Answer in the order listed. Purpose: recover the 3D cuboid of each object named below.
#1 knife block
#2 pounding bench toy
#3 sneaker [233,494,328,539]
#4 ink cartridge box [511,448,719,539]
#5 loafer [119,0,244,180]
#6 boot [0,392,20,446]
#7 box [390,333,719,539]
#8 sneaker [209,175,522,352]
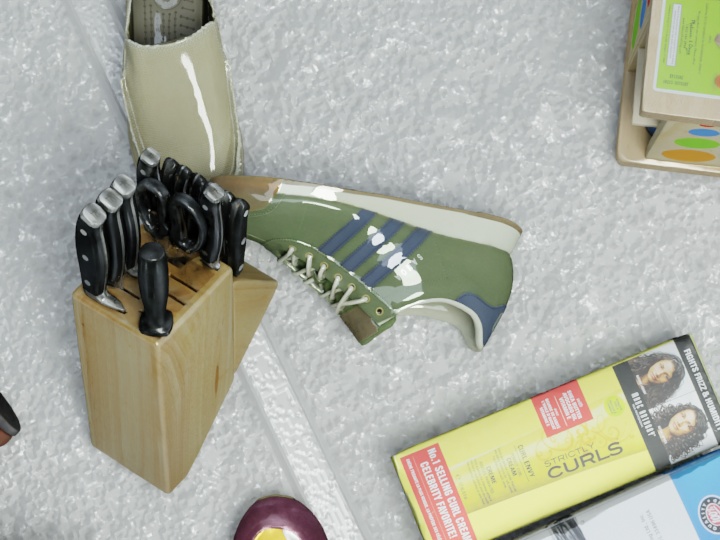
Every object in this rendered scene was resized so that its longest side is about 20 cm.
[{"bbox_3d":[-0.126,0.033,1.019,0.064,0.175,0.201,30,100,20],"label":"knife block"},{"bbox_3d":[0.232,-0.167,1.080,0.124,0.156,0.201,7,82,3],"label":"pounding bench toy"},{"bbox_3d":[-0.048,0.235,1.060,0.075,0.090,0.201,-1,82,1],"label":"sneaker"},{"bbox_3d":[0.157,0.212,1.063,0.199,0.084,0.145,-23,82,-3],"label":"ink cartridge box"},{"bbox_3d":[-0.119,-0.125,1.123,0.075,0.068,0.201,-11,82,-1],"label":"loafer"},{"bbox_3d":[-0.332,0.121,1.094,0.188,0.068,0.201,31,88,-3],"label":"boot"},{"bbox_3d":[0.123,0.109,1.095,0.199,0.050,0.076,-21,83,-2],"label":"box"},{"bbox_3d":[0.000,0.000,1.093,0.199,0.067,0.090,9,82,-12],"label":"sneaker"}]
